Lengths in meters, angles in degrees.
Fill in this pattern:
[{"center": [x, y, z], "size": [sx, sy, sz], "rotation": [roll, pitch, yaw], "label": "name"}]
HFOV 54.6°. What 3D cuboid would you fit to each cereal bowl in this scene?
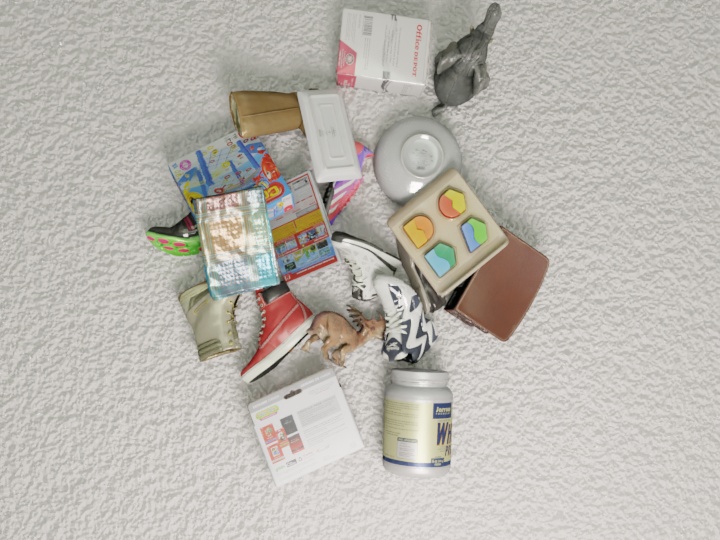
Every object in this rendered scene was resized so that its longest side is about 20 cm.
[{"center": [0.127, -0.237, 1.496], "size": [0.194, 0.083, 0.206], "rotation": [0, 85, -5], "label": "cereal bowl"}]

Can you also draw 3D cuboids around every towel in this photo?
[{"center": [-0.240, -0.052, 1.362], "size": [0.143, 0.022, 0.205], "rotation": [-13, 107, -19], "label": "towel"}]

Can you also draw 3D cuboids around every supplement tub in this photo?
[{"center": [0.117, 0.307, 1.424], "size": [0.141, 0.145, 0.206], "rotation": [3, 86, -4], "label": "supplement tub"}]

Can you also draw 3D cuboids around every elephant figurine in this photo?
[{"center": [0.219, -0.436, 1.458], "size": [0.138, 0.200, 0.159], "rotation": [-11, 87, -5], "label": "elephant figurine"}]

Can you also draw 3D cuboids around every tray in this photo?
[{"center": [-0.062, -0.285, 1.446], "size": [0.105, 0.022, 0.205], "rotation": [-9, 79, -24], "label": "tray"}]

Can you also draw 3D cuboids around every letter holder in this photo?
[{"center": [0.293, 0.033, 1.482], "size": [0.140, 0.101, 0.203], "rotation": [31, 84, -4], "label": "letter holder"}]

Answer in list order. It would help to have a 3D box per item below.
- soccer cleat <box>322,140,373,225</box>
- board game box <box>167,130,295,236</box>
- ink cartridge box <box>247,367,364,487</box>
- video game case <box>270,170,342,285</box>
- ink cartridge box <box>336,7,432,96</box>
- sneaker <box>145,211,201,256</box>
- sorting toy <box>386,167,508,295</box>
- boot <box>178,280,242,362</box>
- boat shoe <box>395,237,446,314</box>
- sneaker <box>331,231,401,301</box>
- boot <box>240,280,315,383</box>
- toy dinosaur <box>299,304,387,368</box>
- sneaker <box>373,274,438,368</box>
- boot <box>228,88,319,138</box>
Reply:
[{"center": [-0.033, -0.178, 1.490], "size": [0.072, 0.068, 0.205], "rotation": [20, 84, -12], "label": "soccer cleat"}, {"center": [-0.264, -0.174, 1.430], "size": [0.197, 0.056, 0.198], "rotation": [-29, 67, -13], "label": "board game box"}, {"center": [-0.114, 0.315, 1.436], "size": [0.196, 0.084, 0.179], "rotation": [-22, 88, -6], "label": "ink cartridge box"}, {"center": [-0.130, -0.088, 1.467], "size": [0.140, 0.017, 0.205], "rotation": [-20, 87, 22], "label": "video game case"}, {"center": [0.050, -0.469, 1.506], "size": [0.194, 0.085, 0.150], "rotation": [7, 85, -2], "label": "ink cartridge box"}, {"center": [-0.349, -0.084, 1.462], "size": [0.194, 0.077, 0.086], "rotation": [-6, 61, -3], "label": "sneaker"}, {"center": [0.178, -0.081, 1.429], "size": [0.184, 0.036, 0.202], "rotation": [-37, 81, 2], "label": "sorting toy"}, {"center": [-0.264, 0.084, 1.428], "size": [0.196, 0.072, 0.158], "rotation": [-24, 75, 5], "label": "boot"}, {"center": [0.128, -0.009, 1.492], "size": [0.056, 0.067, 0.205], "rotation": [-17, 87, -22], "label": "boat shoe"}, {"center": [0.000, 0.000, 1.433], "size": [0.199, 0.075, 0.118], "rotation": [25, 88, -45], "label": "sneaker"}, {"center": [-0.202, 0.123, 1.455], "size": [0.200, 0.072, 0.144], "rotation": [-44, 84, -7], "label": "boot"}, {"center": [-0.044, 0.121, 1.433], "size": [0.198, 0.085, 0.138], "rotation": [28, 79, -38], "label": "toy dinosaur"}, {"center": [0.074, 0.116, 1.423], "size": [0.201, 0.078, 0.131], "rotation": [56, 49, -29], "label": "sneaker"}, {"center": [-0.161, -0.296, 1.454], "size": [0.196, 0.066, 0.179], "rotation": [-12, 75, -29], "label": "boot"}]
